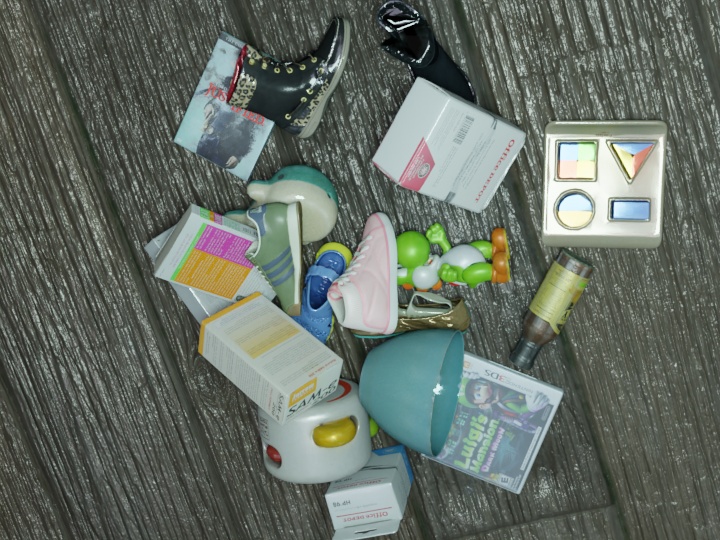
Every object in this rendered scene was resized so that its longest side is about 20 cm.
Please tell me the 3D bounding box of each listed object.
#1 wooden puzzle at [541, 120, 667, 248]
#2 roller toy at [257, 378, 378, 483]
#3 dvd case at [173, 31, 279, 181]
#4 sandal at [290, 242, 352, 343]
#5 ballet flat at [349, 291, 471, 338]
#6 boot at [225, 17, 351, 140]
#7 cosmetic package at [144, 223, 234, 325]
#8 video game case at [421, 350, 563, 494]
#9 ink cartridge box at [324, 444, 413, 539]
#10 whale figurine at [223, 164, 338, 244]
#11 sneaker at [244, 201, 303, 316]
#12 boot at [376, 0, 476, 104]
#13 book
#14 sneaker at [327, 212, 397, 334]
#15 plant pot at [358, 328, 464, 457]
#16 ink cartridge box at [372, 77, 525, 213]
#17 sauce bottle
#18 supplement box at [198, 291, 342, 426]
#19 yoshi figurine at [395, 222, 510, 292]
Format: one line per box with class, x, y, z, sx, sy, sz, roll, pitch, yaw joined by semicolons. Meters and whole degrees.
wooden puzzle;0.377;-0.130;1.376;0.184;0.046;0.201;1;103;9
roller toy;-0.077;0.255;1.464;0.182;0.200;0.140;-2;102;16
dvd case;-0.205;-0.268;1.458;0.146;0.022;0.200;29;104;2
sandal;-0.074;0.054;1.474;0.079;0.087;0.201;16;106;4
ballet flat;0.080;0.068;1.455;0.199;0.068;0.073;-1;117;8
boot;-0.111;-0.315;1.380;0.150;0.073;0.201;17;113;-22
cosmetic package;-0.269;0.017;1.496;0.200;0.082;0.051;55;141;-4
video game case;0.220;0.257;1.500;0.181;0.023;0.201;21;105;5
ink cartridge box;0.014;0.364;1.467;0.115;0.200;0.067;-13;99;12
whale figurine;-0.128;-0.105;1.448;0.199;0.104;0.159;-16;139;33
sneaker;-0.136;-0.019;1.390;0.089;0.067;0.201;1;122;0
boot;0.098;-0.306;1.322;0.076;0.168;0.200;-33;96;15
book;-0.211;-0.017;1.430;0.199;0.048;0.134;23;123;-27
sneaker;0.000;0.000;1.406;0.104;0.075;0.201;3;73;-18
plant pot;0.075;0.181;1.405;0.134;0.200;0.201;10;104;17
ink cartridge box;0.136;-0.183;1.326;0.085;0.200;0.146;44;111;41
sauce bottle;0.301;0.066;1.424;0.065;0.065;0.201;27;107;3
supplement box;-0.143;0.135;1.401;0.200;0.126;0.074;37;134;26
yoshi figurine;0.135;-0.024;1.416;0.199;0.112;0.113;-8;85;14
